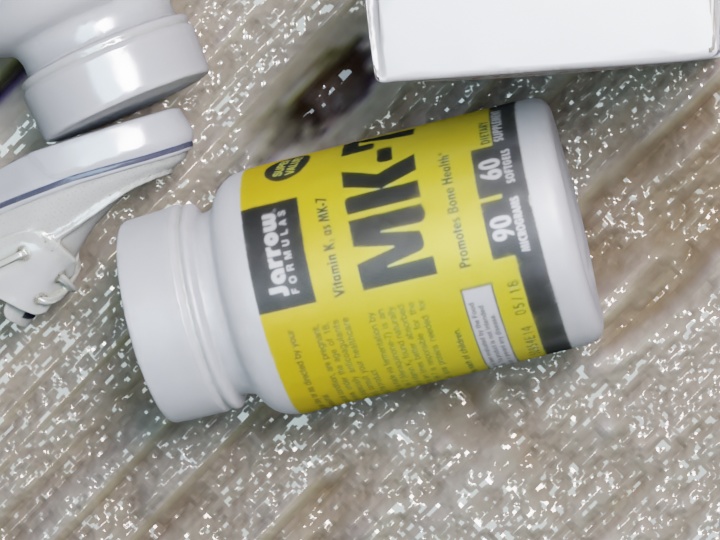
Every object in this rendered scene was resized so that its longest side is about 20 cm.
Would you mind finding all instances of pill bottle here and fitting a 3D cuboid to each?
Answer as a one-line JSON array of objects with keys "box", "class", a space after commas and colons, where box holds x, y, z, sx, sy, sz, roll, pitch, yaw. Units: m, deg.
[{"box": [-0.144, -0.165, 1.230, 0.112, 0.112, 0.200, -24, 90, 7], "class": "pill bottle"}, {"box": [0.000, 0.000, 1.220, 0.200, 0.114, 0.114, -14, 91, 7], "class": "pill bottle"}]

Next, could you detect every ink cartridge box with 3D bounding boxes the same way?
[{"box": [0.083, -0.125, 1.160, 0.145, 0.200, 0.085, -4, 92, 7], "class": "ink cartridge box"}]

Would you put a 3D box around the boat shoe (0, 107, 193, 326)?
[{"box": [-0.159, -0.010, 1.261, 0.200, 0.071, 0.070, -24, 90, 10], "class": "boat shoe"}]
